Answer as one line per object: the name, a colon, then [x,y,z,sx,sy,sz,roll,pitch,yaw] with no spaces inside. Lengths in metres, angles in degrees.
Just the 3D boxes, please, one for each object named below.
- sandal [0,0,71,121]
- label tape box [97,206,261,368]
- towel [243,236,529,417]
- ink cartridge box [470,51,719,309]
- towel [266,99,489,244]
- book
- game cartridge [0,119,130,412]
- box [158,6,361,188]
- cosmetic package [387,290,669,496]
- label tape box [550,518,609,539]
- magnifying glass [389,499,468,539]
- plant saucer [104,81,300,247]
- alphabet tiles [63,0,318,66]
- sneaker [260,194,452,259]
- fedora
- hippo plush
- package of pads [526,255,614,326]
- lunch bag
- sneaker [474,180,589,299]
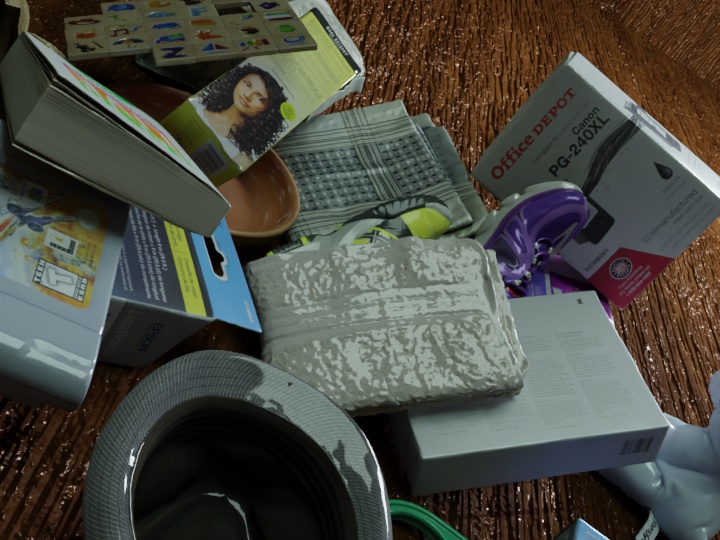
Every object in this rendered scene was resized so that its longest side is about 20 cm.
sandal: [-0.257,-0.163,0.860,0.069,0.078,0.212,11,32,-30]
label tape box: [-0.180,-0.008,0.727,0.199,0.066,0.144,17,35,-37]
towel: [0.020,0.042,0.790,0.199,0.035,0.133,-7,63,-13]
ink cartridge box: [0.225,-0.087,1.010,0.200,0.145,0.083,41,26,1]
towel: [0.007,-0.089,1.007,0.199,0.035,0.193,-9,46,-16]
book: [-0.169,-0.092,0.707,0.133,0.048,0.200,33,5,-30]
game cartridge: [-0.206,-0.017,0.610,0.133,0.042,0.201,29,31,-24]
box: [-0.080,-0.151,0.910,0.075,0.050,0.200,52,44,-13]
cosmetic package: [0.119,0.091,0.838,0.199,0.052,0.151,-5,45,-13]
label tape box: [0.164,0.280,0.669,0.144,0.063,0.200,36,35,-6]
magnifying glass: [0.082,0.214,0.738,0.199,0.022,0.080,22,31,-22]
plant saucer: [-0.146,-0.087,0.912,0.199,0.038,0.201,26,31,-17]
alphabet tiles: [-0.151,-0.208,0.908,0.199,0.008,0.167,-9,32,-13]
sneaker: [0.000,0.000,0.879,0.199,0.075,0.077,-26,76,-26]
fedora: [-0.075,0.150,0.575,0.176,0.090,0.201,25,36,-18]
hippo plush: [0.301,0.147,0.934,0.159,0.161,0.200,38,27,2]
package of pads: [0.179,0.054,1.010,0.120,0.076,0.200,14,29,-1]
lunch bag: [-0.098,-0.228,1.076,0.199,0.118,0.164,28,27,7]
sneaker: [0.134,0.003,0.945,0.083,0.200,0.081,42,-10,51]
